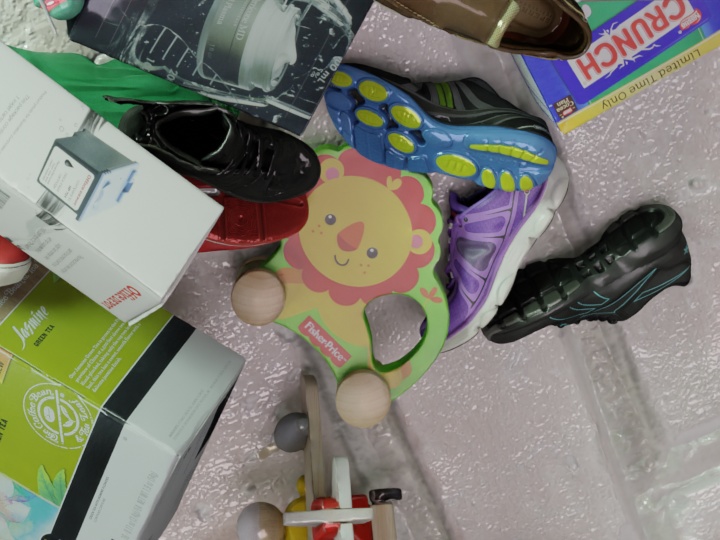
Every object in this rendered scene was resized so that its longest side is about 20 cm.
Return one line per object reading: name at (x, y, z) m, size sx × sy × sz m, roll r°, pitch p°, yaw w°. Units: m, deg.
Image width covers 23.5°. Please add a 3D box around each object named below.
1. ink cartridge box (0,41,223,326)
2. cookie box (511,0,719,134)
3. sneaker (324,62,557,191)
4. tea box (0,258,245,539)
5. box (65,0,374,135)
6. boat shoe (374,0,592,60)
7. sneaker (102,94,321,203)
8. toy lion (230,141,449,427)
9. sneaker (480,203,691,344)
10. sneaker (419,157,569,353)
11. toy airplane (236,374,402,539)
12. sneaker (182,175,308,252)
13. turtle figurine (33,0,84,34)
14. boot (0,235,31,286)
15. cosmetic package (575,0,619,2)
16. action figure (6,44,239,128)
ink cartridge box at (-0.211, -0.058, 1.221) m, size 0.199 × 0.146 × 0.086 m, roll 35°, pitch 73°, yaw -11°
cookie box at (0.183, -0.237, 1.366) m, size 0.170 × 0.075 × 0.201 m, roll -30°, pitch 121°, yaw 5°
sneaker at (0.064, -0.121, 1.412) m, size 0.198 × 0.083 × 0.071 m, roll 16°, pitch 123°, yaw -2°
tea box at (-0.228, 0.123, 1.394) m, size 0.196 × 0.134 × 0.201 m, roll 30°, pitch 129°, yaw 4°
box at (-0.093, -0.240, 1.285) m, size 0.195 × 0.124 × 0.201 m, roll 20°, pitch 114°, yaw -23°
boat shoe at (0.089, -0.198, 1.253) m, size 0.201 × 0.075 × 0.075 m, roll 8°, pitch 121°, yaw -33°
sneaker at (-0.110, -0.092, 1.304) m, size 0.198 × 0.104 × 0.061 m, roll 14°, pitch 88°, yaw -22°
toy lion at (0.000, 0.000, 1.451) m, size 0.192 × 0.069 × 0.200 m, roll -44°, pitch 98°, yaw 10°
sneaker at (0.202, 0.021, 1.517) m, size 0.199 × 0.076 × 0.080 m, roll -27°, pitch 123°, yaw 5°
sneaker at (0.100, -0.023, 1.485) m, size 0.083 × 0.081 × 0.201 m, roll 27°, pitch 105°, yaw -5°
toy airplane at (-0.044, 0.224, 1.515) m, size 0.140 × 0.201 × 0.200 m, roll -5°, pitch 123°, yaw 10°
sneaker at (-0.148, -0.041, 1.411) m, size 0.198 × 0.079 × 0.116 m, roll 1°, pitch 164°, yaw -16°
turtle figurine at (-0.245, -0.241, 1.213) m, size 0.100 × 0.201 × 0.149 m, roll -17°, pitch 172°, yaw -38°
boot at (-0.316, -0.087, 1.303) m, size 0.199 × 0.072 × 0.145 m, roll 31°, pitch 114°, yaw 23°
cosmetic package at (0.236, -0.251, 1.267) m, size 0.198 × 0.107 × 0.091 m, roll -5°, pitch 117°, yaw -11°
action figure at (-0.188, -0.121, 1.358) m, size 0.198 × 0.055 × 0.119 m, roll -3°, pitch 79°, yaw -24°
